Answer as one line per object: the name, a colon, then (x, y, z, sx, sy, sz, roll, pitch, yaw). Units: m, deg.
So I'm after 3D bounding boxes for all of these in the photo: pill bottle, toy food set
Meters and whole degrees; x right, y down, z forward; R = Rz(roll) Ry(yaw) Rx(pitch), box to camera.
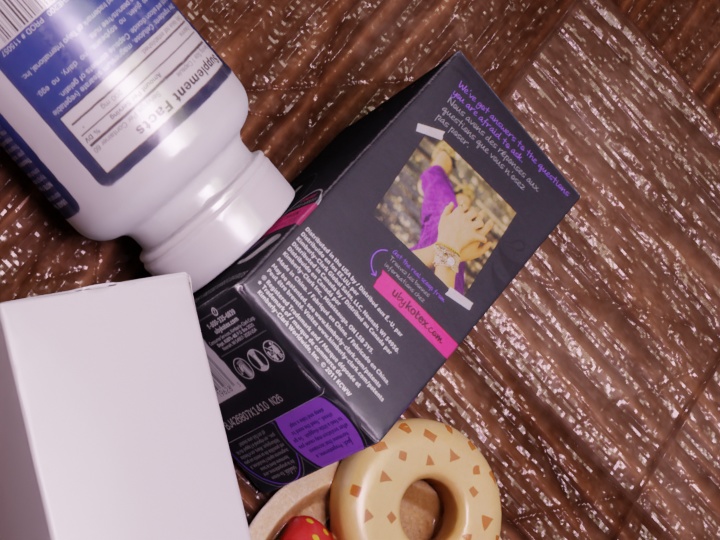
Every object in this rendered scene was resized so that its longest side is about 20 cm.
pill bottle: (-0.126, -0.087, 1.096, 0.200, 0.111, 0.111, 49, 55, -10)
toy food set: (0.020, 0.190, 1.138, 0.199, 0.049, 0.199, -32, 93, -37)

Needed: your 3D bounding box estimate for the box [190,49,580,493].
box: (0.000, 0.000, 1.142, 0.106, 0.122, 0.200, 49, 55, -9)

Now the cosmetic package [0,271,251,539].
cosmetic package: (-0.118, 0.112, 1.051, 0.107, 0.085, 0.202, -7, 78, -34)
